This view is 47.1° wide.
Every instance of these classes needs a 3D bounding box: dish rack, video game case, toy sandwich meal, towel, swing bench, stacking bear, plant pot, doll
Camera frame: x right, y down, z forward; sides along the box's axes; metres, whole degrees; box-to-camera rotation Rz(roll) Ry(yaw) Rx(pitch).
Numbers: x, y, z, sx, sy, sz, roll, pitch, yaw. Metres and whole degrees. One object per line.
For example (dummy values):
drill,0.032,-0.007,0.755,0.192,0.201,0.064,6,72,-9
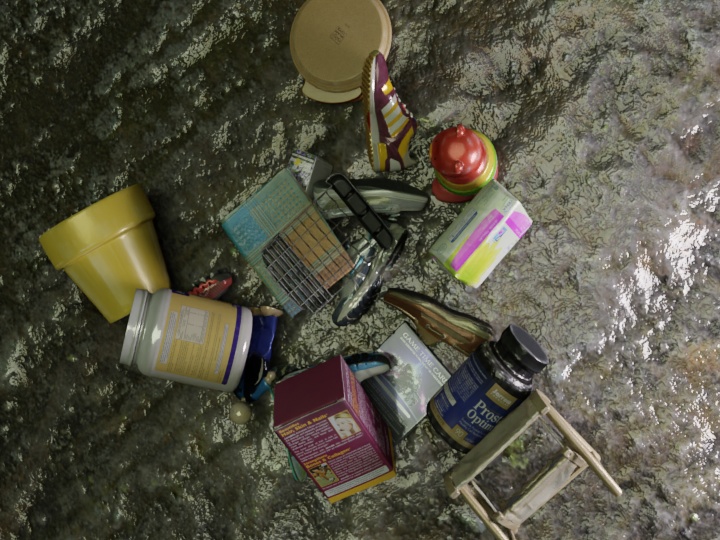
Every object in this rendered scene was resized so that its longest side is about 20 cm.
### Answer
dish rack,-0.056,-0.039,1.333,0.199,0.055,0.154,-42,100,-2
video game case,0.054,0.209,1.422,0.200,0.019,0.143,-44,80,8
toy sandwich meal,-0.031,-0.391,1.436,0.200,0.070,0.211,-1,86,12
towel,-0.119,-0.045,1.359,0.146,0.022,0.202,-37,101,-3
swing bench,0.258,0.314,1.283,0.198,0.130,0.200,-42,101,8
stacking bear,0.160,-0.177,1.313,0.111,0.200,0.125,9,90,13
plant pot,-0.434,-0.022,1.465,0.198,0.201,0.192,-27,97,11
doll,-0.188,0.167,1.440,0.135,0.048,0.205,-6,69,52

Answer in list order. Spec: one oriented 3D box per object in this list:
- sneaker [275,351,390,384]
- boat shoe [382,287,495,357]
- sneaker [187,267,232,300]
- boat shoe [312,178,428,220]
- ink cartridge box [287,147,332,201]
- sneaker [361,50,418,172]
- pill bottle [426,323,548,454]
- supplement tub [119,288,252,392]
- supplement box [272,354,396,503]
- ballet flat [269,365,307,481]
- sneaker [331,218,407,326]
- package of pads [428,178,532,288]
sneaker,-0.040,0.197,1.398,0.195,0.075,0.089,-15,96,5
boat shoe,0.125,0.092,1.380,0.196,0.076,0.075,24,97,14
sneaker,-0.295,0.083,1.484,0.200,0.071,0.098,-41,87,6
boat shoe,0.016,-0.116,1.399,0.197,0.075,0.066,0,113,-12
ink cartridge box,-0.111,-0.100,1.423,0.049,0.109,0.204,19,93,13
sneaker,0.052,-0.269,1.390,0.088,0.075,0.205,-7,115,-7
pill bottle,0.204,0.187,1.321,0.112,0.111,0.201,43,109,11
supplement tub,-0.290,0.113,1.376,0.195,0.145,0.149,14,92,-15
supplement box,-0.040,0.259,1.332,0.128,0.104,0.202,-23,124,11
ballet flat,-0.109,0.261,1.435,0.073,0.074,0.205,-18,86,12
sneaker,0.000,0.000,1.419,0.085,0.078,0.202,31,86,18
package of pads,0.193,-0.050,1.301,0.068,0.199,0.155,43,99,17
